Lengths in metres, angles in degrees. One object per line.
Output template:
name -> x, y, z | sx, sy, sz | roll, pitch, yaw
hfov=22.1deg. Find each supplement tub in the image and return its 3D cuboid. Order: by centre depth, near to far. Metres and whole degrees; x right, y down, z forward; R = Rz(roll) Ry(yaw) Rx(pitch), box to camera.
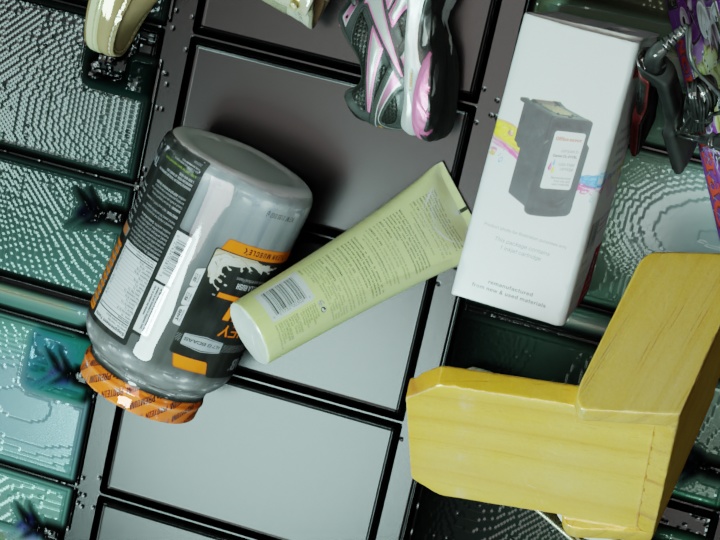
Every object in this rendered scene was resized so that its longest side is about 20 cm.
supplement tub -> -0.127, 0.005, 1.379 | 0.122, 0.123, 0.201 | 27, 104, 7

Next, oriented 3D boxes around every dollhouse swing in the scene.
dollhouse swing -> 0.147, 0.073, 1.272 | 0.175, 0.200, 0.182 | 21, 63, 16

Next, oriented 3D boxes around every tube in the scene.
tube -> 0.000, 0.000, 1.353 | 0.200, 0.052, 0.058 | -31, 134, -19

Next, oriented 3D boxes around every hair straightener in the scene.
hair straightener -> 0.221, -0.111, 1.232 | 0.077, 0.200, 0.041 | 25, 75, 13

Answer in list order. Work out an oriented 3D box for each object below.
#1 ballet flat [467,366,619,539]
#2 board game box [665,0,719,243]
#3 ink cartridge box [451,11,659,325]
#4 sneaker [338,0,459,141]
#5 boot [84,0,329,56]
ballet flat -> 0.133, 0.144, 1.372 | 0.200, 0.062, 0.068 | 38, 104, 5
board game box -> 0.255, -0.113, 1.276 | 0.032, 0.120, 0.201 | -14, 95, -1
ink cartridge box -> 0.138, -0.077, 1.295 | 0.082, 0.146, 0.201 | 16, 101, 12
sneaker -> 0.024, -0.197, 1.341 | 0.086, 0.080, 0.201 | 7, 94, 22
boot -> -0.102, -0.217, 1.368 | 0.154, 0.072, 0.200 | 33, 103, 3
